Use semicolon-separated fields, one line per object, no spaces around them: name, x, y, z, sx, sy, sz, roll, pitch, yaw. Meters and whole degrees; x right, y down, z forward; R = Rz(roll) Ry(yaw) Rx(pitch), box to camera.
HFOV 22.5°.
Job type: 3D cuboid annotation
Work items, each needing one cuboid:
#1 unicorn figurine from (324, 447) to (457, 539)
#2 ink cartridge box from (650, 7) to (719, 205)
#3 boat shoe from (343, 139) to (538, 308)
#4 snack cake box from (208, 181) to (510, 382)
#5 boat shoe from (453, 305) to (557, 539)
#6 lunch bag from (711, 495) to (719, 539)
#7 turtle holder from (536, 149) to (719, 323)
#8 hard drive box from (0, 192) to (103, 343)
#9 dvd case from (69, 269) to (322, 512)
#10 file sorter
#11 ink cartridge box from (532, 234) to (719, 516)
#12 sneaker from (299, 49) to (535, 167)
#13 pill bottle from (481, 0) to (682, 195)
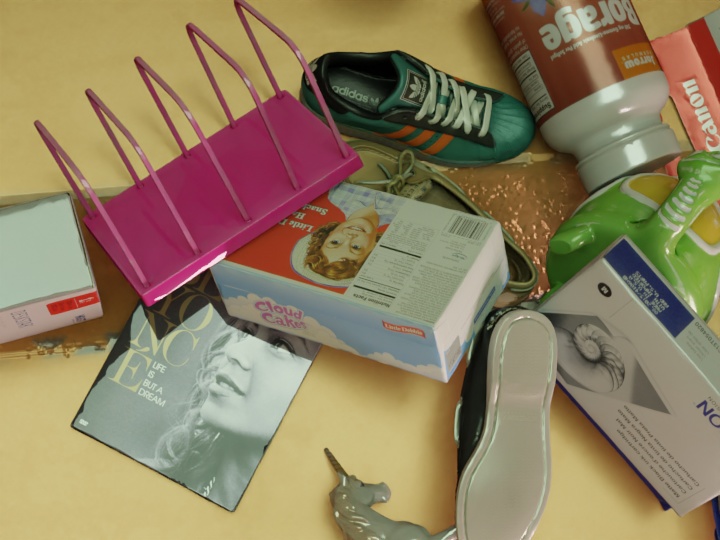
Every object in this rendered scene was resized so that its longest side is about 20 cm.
unicorn figurine;0.041;0.237;1.409;0.137;0.074;0.201;4;77;-9
ink cartridge box;0.339;-0.153;1.520;0.199;0.050;0.162;-21;83;-11
boat shoe;0.061;-0.045;1.466;0.200;0.063;0.073;32;79;1
snack cake box;0.000;0.000;1.391;0.199;0.067;0.115;16;55;27
boat shoe;0.104;0.126;1.380;0.074;0.060;0.201;4;92;-18
lunch bag;0.367;0.165;1.430;0.169;0.124;0.201;-3;73;-7
turtle holder;0.223;-0.021;1.423;0.141;0.186;0.132;20;49;33
hard drive box;-0.303;0.014;1.375;0.199;0.156;0.077;-16;82;-7
dvd case;-0.120;0.071;1.452;0.148;0.016;0.201;28;78;0
file sorter;-0.130;-0.101;1.396;0.200;0.139;0.126;-33;128;-10
ink cartridge box;0.211;0.093;1.387;0.200;0.200;0.041;48;58;5
sneaker;0.049;-0.134;1.471;0.199;0.080;0.072;10;78;-4
pill bottle;0.183;-0.169;1.475;0.112;0.112;0.201;-23;83;-9
